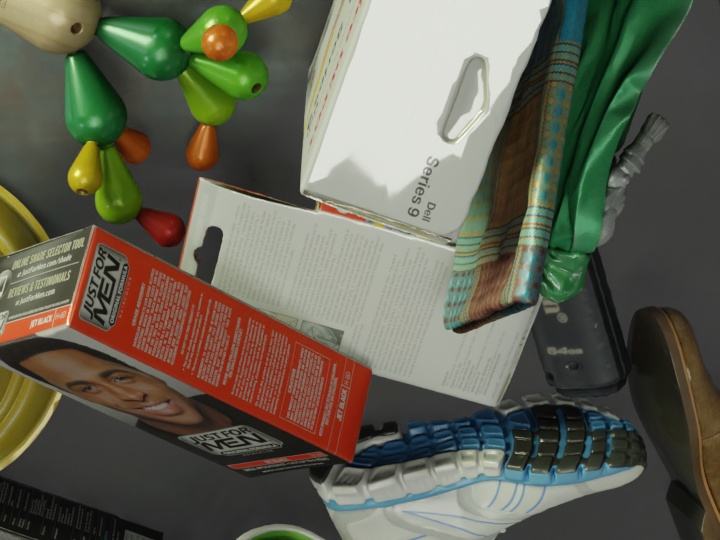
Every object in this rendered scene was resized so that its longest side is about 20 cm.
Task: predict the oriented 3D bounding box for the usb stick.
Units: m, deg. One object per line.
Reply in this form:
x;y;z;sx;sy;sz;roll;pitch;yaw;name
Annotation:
0.108;-0.017;1.163;0.055;0.033;0.201;-7;116;25;usb stick

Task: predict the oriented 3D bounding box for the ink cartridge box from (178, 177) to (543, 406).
0.000;0.000;1.145;0.198;0.051;0.109;16;131;-3;ink cartridge box

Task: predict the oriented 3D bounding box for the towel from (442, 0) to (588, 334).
0.080;-0.073;1.034;0.022;0.147;0.202;12;80;-9;towel

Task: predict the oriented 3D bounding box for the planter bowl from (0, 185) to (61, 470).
-0.261;0.038;1.124;0.199;0.083;0.202;0;97;-3;planter bowl

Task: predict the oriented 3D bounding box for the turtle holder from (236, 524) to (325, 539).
-0.075;0.224;1.196;0.184;0.141;0.133;5;116;-35;turtle holder

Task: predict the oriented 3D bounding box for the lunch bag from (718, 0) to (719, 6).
0.294;-0.143;1.071;0.199;0.118;0.165;-19;113;12;lunch bag

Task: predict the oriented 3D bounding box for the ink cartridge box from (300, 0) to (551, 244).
0.031;-0.123;1.026;0.087;0.200;0.146;16;113;-8;ink cartridge box

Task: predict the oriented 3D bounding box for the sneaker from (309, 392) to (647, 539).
0.074;0.132;1.219;0.198;0.075;0.087;-8;121;10;sneaker

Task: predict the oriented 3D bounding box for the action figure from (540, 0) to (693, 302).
0.124;-0.081;1.076;0.054;0.118;0.202;11;96;-35;action figure

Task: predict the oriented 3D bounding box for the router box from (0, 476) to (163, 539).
-0.224;0.230;1.250;0.149;0.062;0.201;20;112;-11;router box

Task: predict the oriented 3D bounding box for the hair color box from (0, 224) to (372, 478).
-0.101;0.050;1.118;0.199;0.062;0.101;29;152;-33;hair color box

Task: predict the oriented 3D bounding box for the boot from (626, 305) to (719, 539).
0.212;0.095;1.208;0.075;0.074;0.201;-25;120;-7;boot

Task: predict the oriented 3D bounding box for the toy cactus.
-0.131;-0.120;1.092;0.164;0.102;0.201;21;120;0;toy cactus
